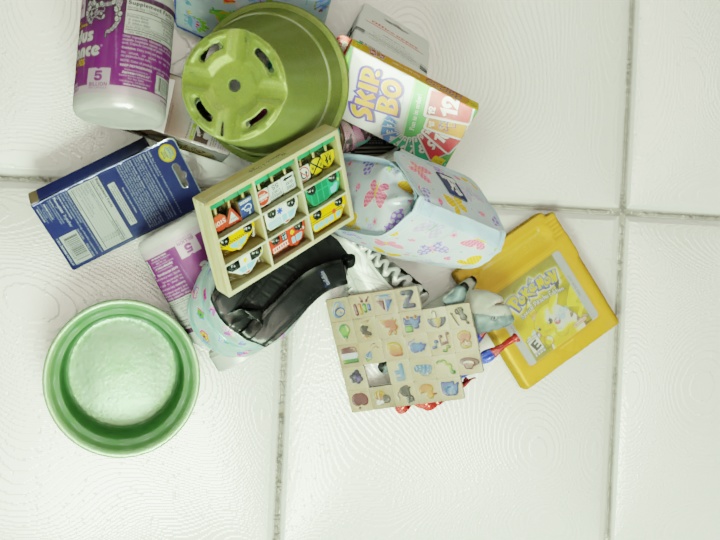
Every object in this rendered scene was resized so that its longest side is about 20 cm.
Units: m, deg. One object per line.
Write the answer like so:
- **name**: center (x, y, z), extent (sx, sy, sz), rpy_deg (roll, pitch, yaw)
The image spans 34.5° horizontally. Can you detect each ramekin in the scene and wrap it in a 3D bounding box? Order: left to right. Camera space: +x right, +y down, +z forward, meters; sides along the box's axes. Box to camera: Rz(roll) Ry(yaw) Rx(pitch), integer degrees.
- **ramekin**: center (-0.311, 0.136, 1.515), extent (0.198, 0.098, 0.203), rpy_deg (0, 91, -11)

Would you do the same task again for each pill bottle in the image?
- **pill bottle**: center (-0.281, -0.279, 1.386), extent (0.111, 0.112, 0.203), rpy_deg (5, 82, -12)
- **pill bottle**: center (-0.200, 0.026, 1.529), extent (0.112, 0.112, 0.201), rpy_deg (-30, 98, -10)

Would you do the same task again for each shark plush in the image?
- **shark plush**: center (0.108, 0.086, 1.589), extent (0.199, 0.091, 0.084), rpy_deg (-33, 88, 3)

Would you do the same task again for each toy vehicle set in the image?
- **toy vehicle set**: center (-0.097, -0.072, 1.353), extent (0.199, 0.026, 0.125), rpy_deg (-33, 129, -29)

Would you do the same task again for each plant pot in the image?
- **plant pot**: center (-0.126, -0.216, 1.355), extent (0.198, 0.190, 0.203), rpy_deg (2, 100, 9)

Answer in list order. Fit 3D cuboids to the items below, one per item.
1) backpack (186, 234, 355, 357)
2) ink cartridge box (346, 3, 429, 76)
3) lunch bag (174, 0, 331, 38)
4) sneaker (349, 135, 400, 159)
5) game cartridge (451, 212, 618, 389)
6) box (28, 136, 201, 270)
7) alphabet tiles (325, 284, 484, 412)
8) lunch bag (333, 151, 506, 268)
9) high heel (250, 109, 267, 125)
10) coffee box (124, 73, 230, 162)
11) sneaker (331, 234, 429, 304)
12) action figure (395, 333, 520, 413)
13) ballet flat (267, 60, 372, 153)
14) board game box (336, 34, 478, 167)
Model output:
- **backpack**: center (-0.122, 0.016, 1.440), extent (0.167, 0.126, 0.201), rpy_deg (39, 57, -9)
- **ink cartridge box**: center (0.027, -0.275, 1.560), extent (0.115, 0.201, 0.068), rpy_deg (30, 121, -11)
- **lunch bag**: center (-0.143, -0.369, 1.495), extent (0.198, 0.170, 0.129), rpy_deg (-8, 73, -11)
- **sneaker**: center (-0.038, -0.176, 1.579), extent (0.198, 0.071, 0.074), rpy_deg (-9, 93, -10)
- **game cartridge**: center (0.252, 0.040, 1.665), extent (0.176, 0.032, 0.201), rpy_deg (-34, 98, -9)
- **box**: center (-0.312, -0.093, 1.503), extent (0.198, 0.033, 0.122), rpy_deg (-26, 132, -3)
- **alphabet tiles**: center (0.063, 0.104, 1.579), extent (0.198, 0.008, 0.169), rpy_deg (-9, 104, 17)
- **lunch bag**: center (0.070, -0.077, 1.471), extent (0.168, 0.199, 0.129), rpy_deg (17, 89, -37)
- **high heel**: center (-0.091, -0.141, 1.501), extent (0.067, 0.096, 0.201), rpy_deg (-33, 129, -24)
- **coffee box**: center (-0.259, -0.213, 1.511), extent (0.198, 0.113, 0.081), rpy_deg (18, 87, -12)
- **sneaker**: center (0.000, 0.000, 1.595), extent (0.200, 0.075, 0.081), rpy_deg (40, 92, -9)
- **action figure**: center (0.130, 0.138, 1.626), extent (0.199, 0.052, 0.066), rpy_deg (-37, 91, 1)
- **ballet flat**: center (-0.050, -0.227, 1.551), extent (0.071, 0.200, 0.070), rpy_deg (-14, 139, -34)
- **board game box**: center (0.041, -0.213, 1.464), extent (0.198, 0.030, 0.096), rpy_deg (27, 121, -7)
